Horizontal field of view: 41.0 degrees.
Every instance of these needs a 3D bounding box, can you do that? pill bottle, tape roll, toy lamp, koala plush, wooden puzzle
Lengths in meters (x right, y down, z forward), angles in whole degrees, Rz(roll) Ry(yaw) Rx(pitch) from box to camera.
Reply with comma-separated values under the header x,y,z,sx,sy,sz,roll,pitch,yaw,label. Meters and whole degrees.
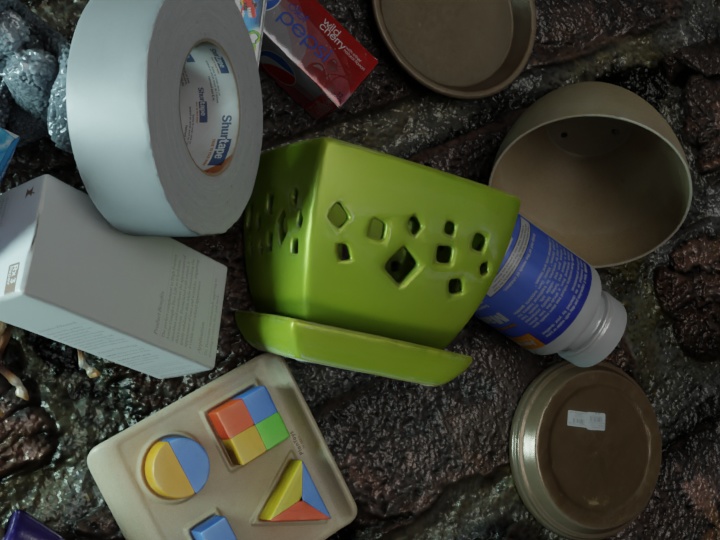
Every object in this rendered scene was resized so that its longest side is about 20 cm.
x,y,z,sx,sy,sz,roll,pitch,yaw,label
0.173,0.017,0.988,0.200,0.112,0.112,34,71,-19,pill bottle
-0.145,-0.126,0.753,0.066,0.200,0.200,1,80,18,tape roll
-0.335,0.199,0.765,0.200,0.058,0.058,25,74,-17,toy lamp
-0.321,-0.127,0.775,0.177,0.184,0.200,38,90,-28,koala plush
-0.116,0.197,0.869,0.200,0.046,0.185,-28,95,-25,wooden puzzle

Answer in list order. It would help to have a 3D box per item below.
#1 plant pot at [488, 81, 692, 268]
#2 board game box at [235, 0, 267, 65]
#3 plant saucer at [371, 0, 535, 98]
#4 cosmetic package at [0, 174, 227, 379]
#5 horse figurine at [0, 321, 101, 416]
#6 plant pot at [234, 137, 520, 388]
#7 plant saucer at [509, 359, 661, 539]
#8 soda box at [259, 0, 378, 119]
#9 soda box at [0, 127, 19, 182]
x,y,z,sx,sy,sz,roll,pitch,yaw,label
0.238,-0.120,1.011,0.200,0.200,0.135,31,43,-18,plant pot
-0.157,-0.177,0.866,0.126,0.035,0.200,7,98,-16,board game box
0.098,-0.279,1.030,0.200,0.029,0.200,3,82,-25,plant saucer
-0.205,0.013,0.786,0.200,0.074,0.102,31,54,-45,cosmetic package
-0.275,0.041,0.816,0.200,0.050,0.133,-20,99,-28,horse figurine
0.000,0.000,0.871,0.200,0.199,0.182,13,85,-23,plant pot
0.253,0.194,1.048,0.200,0.029,0.200,3,82,-23,plant saucer
-0.082,-0.240,0.932,0.200,0.063,0.070,43,69,-14,soda box
-0.323,-0.033,0.718,0.068,0.200,0.064,26,43,-19,soda box
